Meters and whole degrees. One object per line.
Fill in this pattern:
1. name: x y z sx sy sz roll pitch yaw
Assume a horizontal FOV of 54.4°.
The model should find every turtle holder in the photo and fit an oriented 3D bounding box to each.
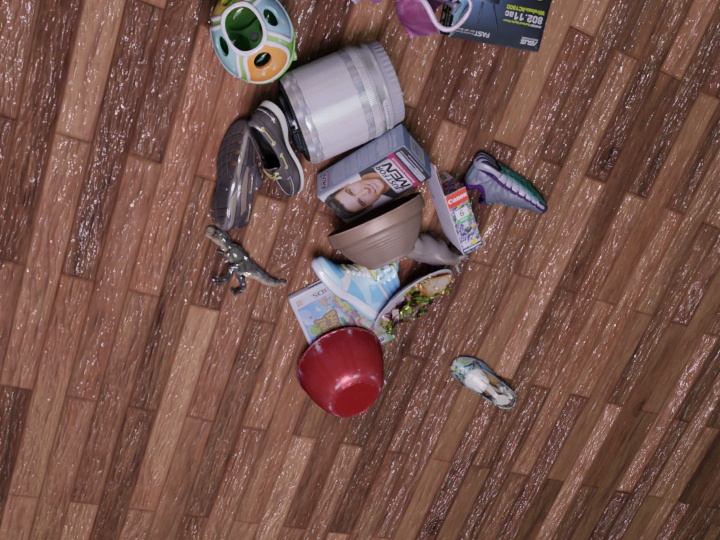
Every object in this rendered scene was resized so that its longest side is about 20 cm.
1. turtle holder: -0.179 -0.402 1.135 0.136 0.132 0.192 -3 100 3

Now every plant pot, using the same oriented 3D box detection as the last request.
1. plant pot: 0.042 -0.064 1.320 0.197 0.201 0.095 -26 99 -4

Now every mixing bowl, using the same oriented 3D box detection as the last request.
1. mixing bowl: -0.026 0.234 1.474 0.195 0.109 0.204 -13 130 -15

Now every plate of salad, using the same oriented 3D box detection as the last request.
1. plate of salad: 0.115 0.070 1.443 0.197 0.049 0.201 -32 160 -13

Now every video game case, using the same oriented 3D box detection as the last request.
1. video game case: -0.037 0.100 1.481 0.178 0.022 0.204 -25 118 -5

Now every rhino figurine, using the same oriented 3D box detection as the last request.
1. rhino figurine: 0.148 -0.042 1.436 0.195 0.088 0.061 16 111 -26

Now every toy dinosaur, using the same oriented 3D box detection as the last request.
1. toy dinosaur: -0.237 0.001 1.364 0.089 0.047 0.199 -48 121 0

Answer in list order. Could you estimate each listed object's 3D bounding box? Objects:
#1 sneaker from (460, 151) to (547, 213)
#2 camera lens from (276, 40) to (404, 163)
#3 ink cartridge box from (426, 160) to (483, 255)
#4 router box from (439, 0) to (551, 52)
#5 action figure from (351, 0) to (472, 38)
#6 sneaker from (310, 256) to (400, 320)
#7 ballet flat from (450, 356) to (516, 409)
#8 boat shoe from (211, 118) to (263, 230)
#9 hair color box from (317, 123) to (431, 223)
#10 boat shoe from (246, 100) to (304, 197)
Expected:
1. sneaker: 0.295 -0.161 1.451 0.197 0.075 0.088 31 119 -19
2. camera lens: -0.038 -0.293 1.225 0.196 0.161 0.163 -23 119 -5
3. ink cartridge box: 0.178 -0.143 1.388 0.049 0.109 0.204 -24 118 -4
4. router box: 0.251 -0.494 1.279 0.194 0.062 0.154 3 114 -18
5. action figure: 0.070 -0.475 1.188 0.198 0.150 0.135 31 106 -33
6. sneaker: 0.000 0.000 1.395 0.131 0.080 0.199 -47 127 9
7. ballet flat: 0.293 0.265 1.632 0.197 0.074 0.075 30 103 -26
8. boat shoe: -0.220 -0.174 1.284 0.072 0.074 0.205 1 111 -45
9. hair color box: 0.023 -0.175 1.297 0.197 0.062 0.099 -26 137 27
10. boat shoe: -0.155 -0.203 1.252 0.061 0.070 0.204 -50 146 -27
